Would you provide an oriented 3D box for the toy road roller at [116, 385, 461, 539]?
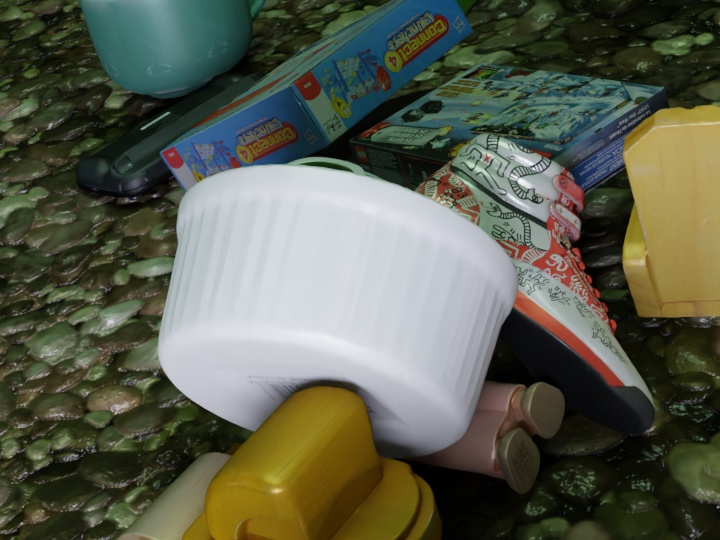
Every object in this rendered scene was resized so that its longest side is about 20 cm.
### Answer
[{"bbox_3d":[-0.049,0.134,0.914,0.200,0.146,0.123,10,39,35],"label":"toy road roller"}]

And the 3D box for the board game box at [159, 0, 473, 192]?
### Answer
[{"bbox_3d":[-0.038,-0.146,1.369,0.196,0.056,0.200,-41,14,-36],"label":"board game box"}]

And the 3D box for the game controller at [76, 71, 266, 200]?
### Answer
[{"bbox_3d":[-0.160,-0.122,1.486,0.200,0.042,0.104,-36,23,-31],"label":"game controller"}]

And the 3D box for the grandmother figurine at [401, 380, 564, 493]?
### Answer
[{"bbox_3d":[0.020,0.094,1.038,0.200,0.061,0.121,7,46,36],"label":"grandmother figurine"}]

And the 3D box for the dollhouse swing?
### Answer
[{"bbox_3d":[0.273,-0.069,1.076,0.200,0.176,0.182,-3,33,21],"label":"dollhouse swing"}]

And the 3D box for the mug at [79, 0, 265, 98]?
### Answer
[{"bbox_3d":[-0.164,-0.238,1.583,0.185,0.114,0.152,-15,26,0],"label":"mug"}]

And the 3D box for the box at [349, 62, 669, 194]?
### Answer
[{"bbox_3d":[0.104,-0.095,1.184,0.137,0.040,0.200,-32,28,-26],"label":"box"}]

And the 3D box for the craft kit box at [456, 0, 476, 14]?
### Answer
[{"bbox_3d":[0.103,-0.379,1.620,0.049,0.200,0.198,7,38,29],"label":"craft kit box"}]

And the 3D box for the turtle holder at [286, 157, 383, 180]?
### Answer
[{"bbox_3d":[-0.011,0.003,1.121,0.141,0.132,0.186,-24,32,-16],"label":"turtle holder"}]

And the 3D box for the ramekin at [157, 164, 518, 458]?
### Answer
[{"bbox_3d":[-0.018,0.031,0.940,0.200,0.200,0.098,2,63,25],"label":"ramekin"}]

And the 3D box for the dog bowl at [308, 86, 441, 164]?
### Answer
[{"bbox_3d":[0.060,-0.072,1.283,0.200,0.059,0.200,-10,31,6],"label":"dog bowl"}]

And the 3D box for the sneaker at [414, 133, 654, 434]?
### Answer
[{"bbox_3d":[0.122,0.002,1.023,0.201,0.067,0.108,39,65,4],"label":"sneaker"}]
